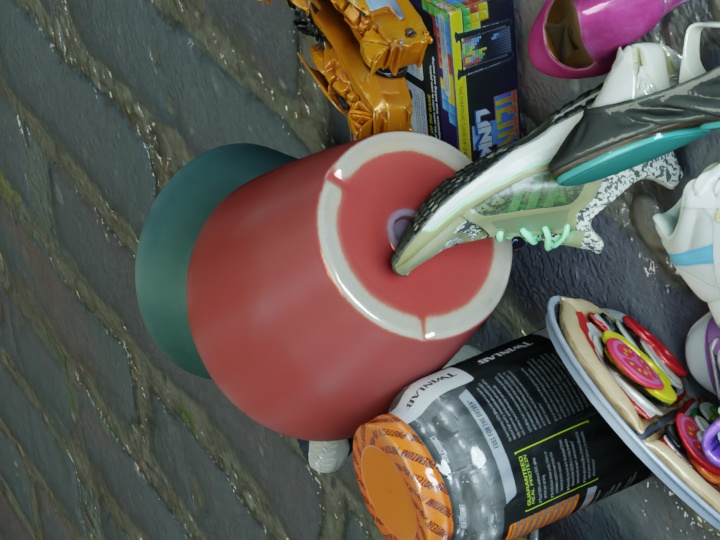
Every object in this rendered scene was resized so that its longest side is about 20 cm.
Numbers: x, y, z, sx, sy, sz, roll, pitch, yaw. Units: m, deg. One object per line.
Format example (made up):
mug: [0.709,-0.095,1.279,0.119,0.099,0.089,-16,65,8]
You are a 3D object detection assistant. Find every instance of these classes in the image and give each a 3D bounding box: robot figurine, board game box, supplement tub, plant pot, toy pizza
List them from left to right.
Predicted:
plant pot: [-0.054,0.006,1.581,0.161,0.200,0.201,14,123,49]
robot figurine: [-0.021,-0.190,1.363,0.200,0.058,0.145,55,153,30]
plant pot: [0.000,0.000,1.327,0.177,0.200,0.201,-35,77,60]
board game box: [0.049,-0.126,1.407,0.165,0.057,0.200,42,145,50]
supplement tub: [0.104,0.111,1.302,0.123,0.200,0.123,46,147,43]
toy pizza: [0.189,0.084,1.182,0.200,0.032,0.200,42,-165,-14]

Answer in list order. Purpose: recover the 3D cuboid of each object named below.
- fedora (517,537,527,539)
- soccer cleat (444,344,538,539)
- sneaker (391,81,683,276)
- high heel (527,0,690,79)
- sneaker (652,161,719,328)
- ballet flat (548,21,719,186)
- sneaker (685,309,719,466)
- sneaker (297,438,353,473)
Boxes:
fedora: [0.148,0.269,1.470,0.201,0.082,0.201,35,138,39]
soccer cleat: [0.104,0.145,1.505,0.078,0.069,0.200,29,142,49]
sneaker: [0.112,-0.039,1.206,0.089,0.200,0.077,57,-170,-7]
high heel: [0.126,-0.144,1.175,0.200,0.096,0.067,-8,102,66]
sneaker: [0.223,-0.032,1.071,0.081,0.076,0.200,51,154,4]
ballet flat: [0.185,-0.100,1.099,0.200,0.068,0.069,-15,84,44]
sneaker: [0.223,0.067,1.121,0.200,0.114,0.073,11,121,64]
sneaker: [0.028,0.060,1.495,0.079,0.129,0.199,3,85,62]
